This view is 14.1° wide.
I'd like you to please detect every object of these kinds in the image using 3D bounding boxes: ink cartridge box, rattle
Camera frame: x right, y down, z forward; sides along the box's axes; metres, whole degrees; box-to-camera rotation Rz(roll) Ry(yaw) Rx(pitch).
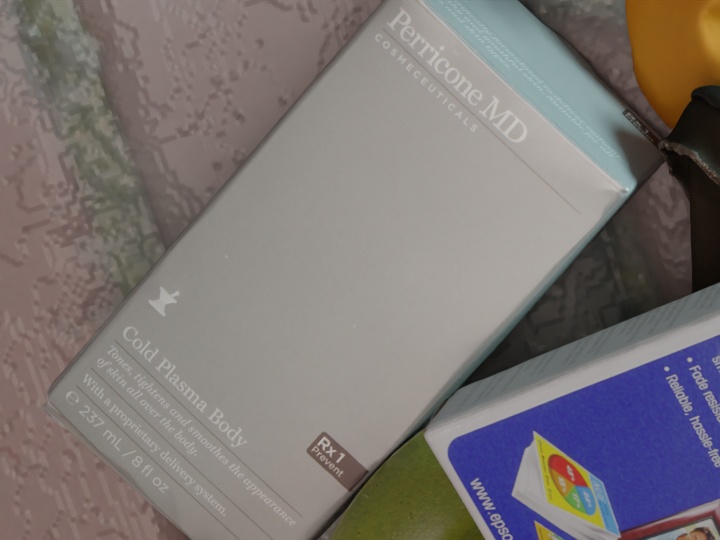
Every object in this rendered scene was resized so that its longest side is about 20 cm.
[{"bbox_3d":[0.151,0.092,0.897,0.200,0.047,0.198,-23,105,27],"label":"ink cartridge box"},{"bbox_3d":[0.073,-0.107,0.883,0.130,0.200,0.143,27,109,6],"label":"rattle"}]

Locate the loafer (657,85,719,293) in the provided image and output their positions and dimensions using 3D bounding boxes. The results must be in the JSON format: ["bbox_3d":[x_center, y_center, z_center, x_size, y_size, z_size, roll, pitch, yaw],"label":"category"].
[{"bbox_3d":[0.137,0.038,0.944,0.071,0.073,0.200,-24,99,-6],"label":"loafer"}]

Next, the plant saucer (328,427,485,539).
[{"bbox_3d":[0.074,0.137,0.974,0.200,0.031,0.200,-1,92,-23],"label":"plant saucer"}]

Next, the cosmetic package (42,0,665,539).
[{"bbox_3d":[0.000,0.000,0.990,0.107,0.090,0.200,41,113,4],"label":"cosmetic package"}]
